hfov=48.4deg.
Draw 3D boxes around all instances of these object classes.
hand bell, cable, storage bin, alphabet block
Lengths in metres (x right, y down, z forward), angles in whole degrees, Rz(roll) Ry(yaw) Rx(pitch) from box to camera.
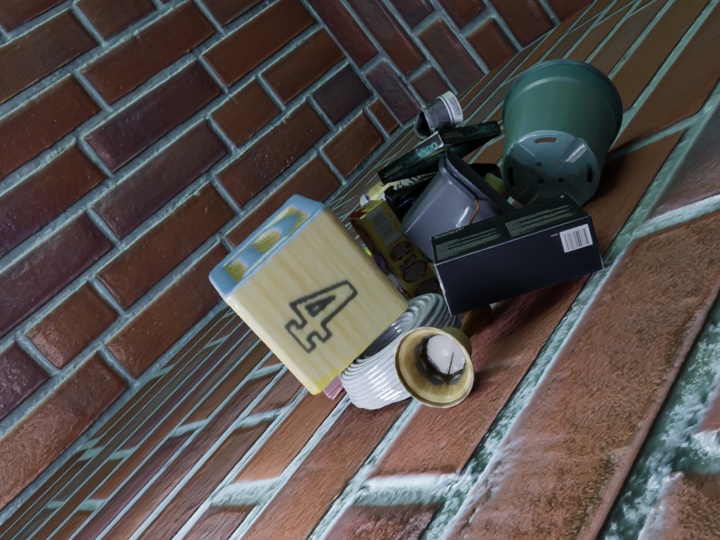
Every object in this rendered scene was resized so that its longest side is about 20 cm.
[{"bbox_3d":[0.129,0.085,1.037,0.104,0.104,0.200,-33,1,33],"label":"hand bell"},{"bbox_3d":[0.054,0.116,1.153,0.200,0.069,0.200,-34,13,32],"label":"cable"},{"bbox_3d":[0.161,-0.062,1.218,0.134,0.200,0.146,-48,8,18],"label":"storage bin"},{"bbox_3d":[-0.083,0.029,1.197,0.196,0.200,0.195,-42,20,-5],"label":"alphabet block"}]

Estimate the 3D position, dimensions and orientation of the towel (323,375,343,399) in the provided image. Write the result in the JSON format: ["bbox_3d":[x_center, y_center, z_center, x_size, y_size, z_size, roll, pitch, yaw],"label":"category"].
[{"bbox_3d":[-0.008,0.109,1.347,0.200,0.023,0.144,-40,42,-2],"label":"towel"}]

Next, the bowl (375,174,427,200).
[{"bbox_3d":[0.128,-0.108,1.643,0.200,0.201,0.095,-38,55,12],"label":"bowl"}]

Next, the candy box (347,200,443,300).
[{"bbox_3d":[0.063,-0.019,1.312,0.056,0.201,0.117,-37,10,-6],"label":"candy box"}]

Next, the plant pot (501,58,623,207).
[{"bbox_3d":[0.311,-0.202,1.273,0.200,0.200,0.197,-32,21,36],"label":"plant pot"}]

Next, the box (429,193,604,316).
[{"bbox_3d":[0.197,-0.024,1.046,0.199,0.079,0.141,-18,17,8],"label":"box"}]

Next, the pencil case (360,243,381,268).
[{"bbox_3d":[0.000,0.000,1.440,0.199,0.089,0.088,-19,11,-1],"label":"pencil case"}]

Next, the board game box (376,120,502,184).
[{"bbox_3d":[0.134,-0.197,1.327,0.135,0.028,0.199,-29,-5,39],"label":"board game box"}]

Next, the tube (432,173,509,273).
[{"bbox_3d":[0.182,-0.061,1.314,0.201,0.052,0.058,-62,-6,11],"label":"tube"}]

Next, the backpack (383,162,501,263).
[{"bbox_3d":[0.163,-0.106,1.428,0.199,0.148,0.183,-22,12,-1],"label":"backpack"}]

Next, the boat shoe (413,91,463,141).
[{"bbox_3d":[0.120,-0.241,1.323,0.067,0.072,0.200,-24,3,-1],"label":"boat shoe"}]

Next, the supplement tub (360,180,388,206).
[{"bbox_3d":[0.115,-0.177,1.916,0.200,0.146,0.146,-38,11,12],"label":"supplement tub"}]
